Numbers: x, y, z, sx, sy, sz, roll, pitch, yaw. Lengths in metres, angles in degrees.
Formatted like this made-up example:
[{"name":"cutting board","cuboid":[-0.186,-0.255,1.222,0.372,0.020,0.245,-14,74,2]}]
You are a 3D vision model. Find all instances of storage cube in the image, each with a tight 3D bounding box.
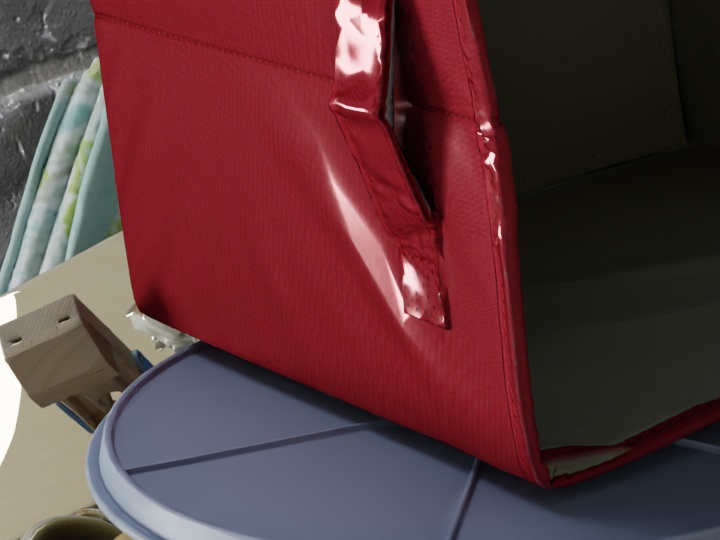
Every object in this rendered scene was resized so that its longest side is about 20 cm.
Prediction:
[{"name":"storage cube","cuboid":[0.046,-0.074,0.629,0.199,0.172,0.179,-23,24,-30]}]

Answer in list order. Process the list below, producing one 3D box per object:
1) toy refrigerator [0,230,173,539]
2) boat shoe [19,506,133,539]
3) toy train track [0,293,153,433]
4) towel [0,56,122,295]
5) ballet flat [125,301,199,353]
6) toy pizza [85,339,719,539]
[{"name":"toy refrigerator","cuboid":[-0.109,0.051,0.865,0.199,0.076,0.070,-26,-9,33]},{"name":"boat shoe","cuboid":[-0.072,0.099,0.712,0.074,0.067,0.200,-22,-1,-35]},{"name":"toy train track","cuboid":[-0.053,0.061,0.749,0.114,0.033,0.200,-24,-28,6]},{"name":"towel","cuboid":[-0.076,0.027,1.021,0.048,0.201,0.171,18,1,36]},{"name":"ballet flat","cuboid":[0.000,0.000,0.804,0.072,0.072,0.200,-23,7,31]},{"name":"toy pizza","cuboid":[0.034,0.044,0.615,0.199,0.032,0.200,-4,17,1]}]
